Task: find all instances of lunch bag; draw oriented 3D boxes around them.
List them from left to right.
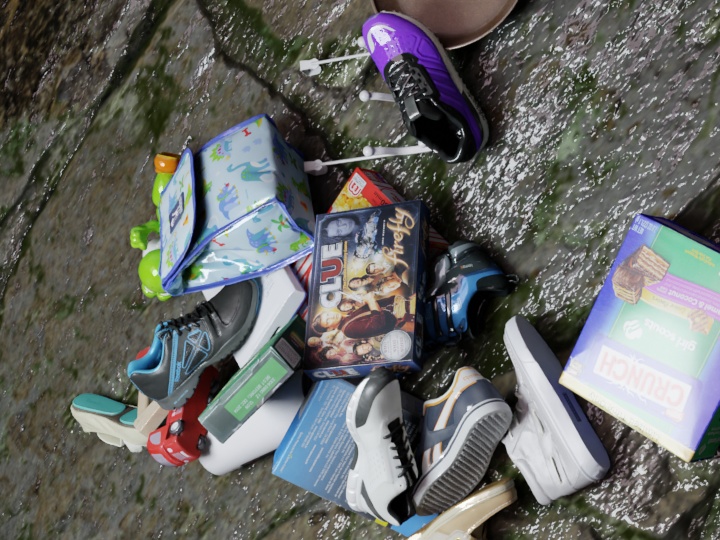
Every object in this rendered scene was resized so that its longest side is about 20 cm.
[{"bbox_3d":[-0.168,-0.075,1.674,0.199,0.127,0.170,-27,44,18],"label":"lunch bag"}]

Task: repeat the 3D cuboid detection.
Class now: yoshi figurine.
[{"bbox_3d":[-0.250,-0.051,1.797,0.112,0.112,0.201,19,100,30],"label":"yoshi figurine"}]

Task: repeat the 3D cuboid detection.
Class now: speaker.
[{"bbox_3d":[-0.119,0.190,1.692,0.200,0.081,0.082,-28,70,31],"label":"speaker"}]

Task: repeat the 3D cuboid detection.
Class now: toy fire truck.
[{"bbox_3d":[-0.253,0.176,1.753,0.141,0.049,0.201,-26,38,32],"label":"toy fire truck"}]

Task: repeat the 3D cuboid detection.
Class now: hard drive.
[{"bbox_3d":[-0.143,0.020,1.718,0.132,0.025,0.200,-56,39,20],"label":"hard drive"}]

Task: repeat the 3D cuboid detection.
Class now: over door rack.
[{"bbox_3d":[0.000,-0.204,1.645,0.199,0.066,0.148,-8,80,36],"label":"over door rack"}]

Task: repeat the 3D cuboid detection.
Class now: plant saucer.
[{"bbox_3d":[0.107,-0.349,1.574,0.200,0.037,0.201,-4,79,22],"label":"plant saucer"}]

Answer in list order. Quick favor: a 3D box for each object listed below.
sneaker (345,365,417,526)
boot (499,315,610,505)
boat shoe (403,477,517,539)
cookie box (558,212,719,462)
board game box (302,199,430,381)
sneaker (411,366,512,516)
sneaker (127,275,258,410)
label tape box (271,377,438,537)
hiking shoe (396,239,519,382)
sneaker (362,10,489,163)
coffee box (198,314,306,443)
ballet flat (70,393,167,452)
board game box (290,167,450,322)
[{"bbox_3d":[0.033,0.195,1.483,0.080,0.074,0.201,26,131,36],"label":"sneaker"},{"bbox_3d":[0.185,0.155,1.469,0.095,0.073,0.201,-35,66,24],"label":"boot"},{"bbox_3d":[0.110,0.307,1.522,0.200,0.074,0.069,-41,75,28],"label":"boat shoe"},{"bbox_3d":[0.323,0.068,1.373,0.171,0.075,0.201,31,105,34],"label":"cookie box"},{"bbox_3d":[0.008,0.022,1.531,0.135,0.035,0.201,-8,62,22],"label":"board game box"},{"bbox_3d":[0.104,0.191,1.508,0.080,0.078,0.200,61,138,36],"label":"sneaker"},{"bbox_3d":[-0.204,0.081,1.662,0.200,0.082,0.073,-52,32,1],"label":"sneaker"},{"bbox_3d":[0.016,0.211,1.583,0.199,0.063,0.145,27,105,-7],"label":"label tape box"},{"bbox_3d":[0.089,0.062,1.541,0.087,0.074,0.200,42,104,28],"label":"hiking shoe"},{"bbox_3d":[0.068,-0.203,1.519,0.069,0.100,0.200,-35,99,34],"label":"sneaker"},{"bbox_3d":[-0.114,0.122,1.555,0.044,0.200,0.123,45,99,-2],"label":"coffee box"},{"bbox_3d":[-0.322,0.217,1.860,0.199,0.069,0.070,9,92,39],"label":"ballet flat"},{"bbox_3d":[0.000,0.000,1.638,0.152,0.046,0.200,46,113,31],"label":"board game box"}]
